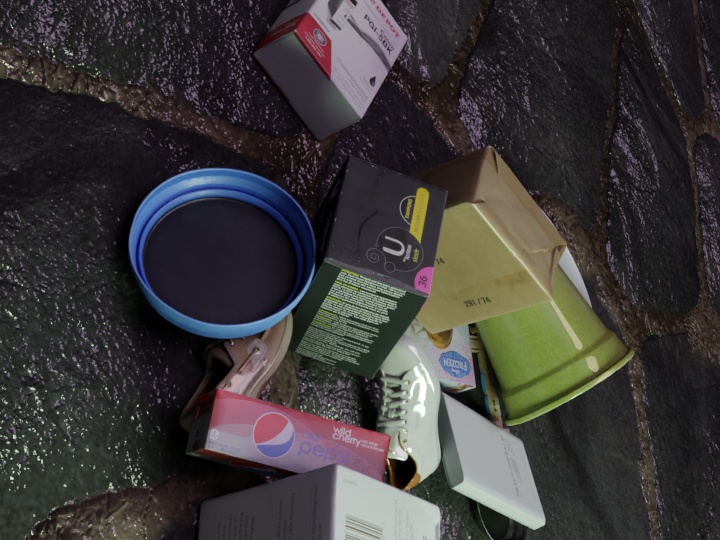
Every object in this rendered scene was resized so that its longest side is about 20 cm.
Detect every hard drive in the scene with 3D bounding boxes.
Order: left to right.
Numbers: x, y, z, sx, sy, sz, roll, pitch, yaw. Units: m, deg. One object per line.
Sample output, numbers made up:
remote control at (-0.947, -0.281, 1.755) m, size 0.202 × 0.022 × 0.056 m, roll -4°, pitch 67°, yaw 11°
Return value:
hard drive at (0.166, 0.249, 1.649) m, size 0.199 × 0.027 × 0.133 m, roll 34°, pitch 33°, yaw -44°

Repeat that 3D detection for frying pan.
frying pan at (0.160, 0.309, 1.666) m, size 0.189 × 0.031 × 0.116 m, roll 19°, pitch 57°, yaw -44°

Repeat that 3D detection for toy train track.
toy train track at (0.187, 0.143, 1.777) m, size 0.114 × 0.032 × 0.203 m, roll 8°, pitch 68°, yaw -50°

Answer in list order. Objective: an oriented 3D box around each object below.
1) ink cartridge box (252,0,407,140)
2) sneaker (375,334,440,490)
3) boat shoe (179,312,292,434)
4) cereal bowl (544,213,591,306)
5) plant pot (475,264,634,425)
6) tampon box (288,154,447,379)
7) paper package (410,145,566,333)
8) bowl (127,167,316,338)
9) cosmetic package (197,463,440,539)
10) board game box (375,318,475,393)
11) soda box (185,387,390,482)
ink cartridge box at (-0.035, -0.294, 1.657) m, size 0.147 × 0.082 × 0.201 m, roll 50°, pitch 41°, yaw -23°
sneaker at (0.051, 0.176, 1.525) m, size 0.084 × 0.072 × 0.202 m, roll -37°, pitch 123°, yaw -46°
boat shoe at (-0.133, 0.100, 1.364) m, size 0.065 × 0.072 × 0.201 m, roll 44°, pitch 50°, yaw -24°
cereal bowl at (0.263, 0.007, 1.872) m, size 0.201 × 0.083 × 0.201 m, roll 52°, pitch 21°, yaw -29°
plant pot at (0.237, 0.079, 1.710) m, size 0.200 × 0.199 × 0.186 m, roll -29°, pitch 88°, yaw -53°
tampon box at (0.000, 0.000, 1.442) m, size 0.125 × 0.200 × 0.151 m, roll 19°, pitch 55°, yaw -10°
paper package at (0.122, -0.031, 1.571) m, size 0.191 × 0.199 × 0.104 m, roll 47°, pitch 43°, yaw -27°
bowl at (-0.146, -0.018, 1.341) m, size 0.198 × 0.040 × 0.203 m, roll 6°, pitch 55°, yaw -9°
cosmetic package at (-0.044, 0.312, 1.269) m, size 0.166 × 0.199 × 0.169 m, roll 29°, pitch 52°, yaw -41°
board game box at (0.068, 0.049, 1.663) m, size 0.199 × 0.041 × 0.202 m, roll 15°, pitch 63°, yaw -47°
soda box at (-0.072, 0.178, 1.293) m, size 0.198 × 0.070 × 0.064 m, roll 18°, pitch 70°, yaw -21°
